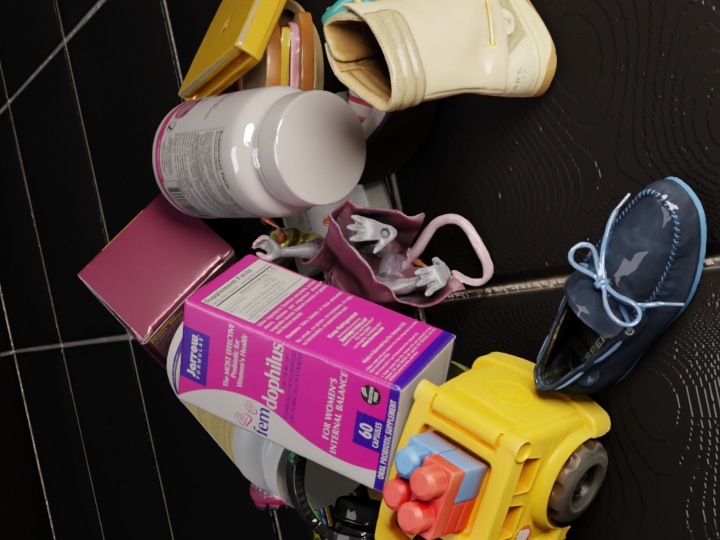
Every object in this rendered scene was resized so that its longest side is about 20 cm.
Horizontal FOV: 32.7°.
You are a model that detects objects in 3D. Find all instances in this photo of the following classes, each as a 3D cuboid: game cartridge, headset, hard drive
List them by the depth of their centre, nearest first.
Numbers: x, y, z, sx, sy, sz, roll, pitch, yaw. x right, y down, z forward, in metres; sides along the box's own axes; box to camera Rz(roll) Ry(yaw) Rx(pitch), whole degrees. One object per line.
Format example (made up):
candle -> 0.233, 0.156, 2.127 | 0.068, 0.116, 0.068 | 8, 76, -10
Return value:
headset -> 0.020, 0.199, 1.083 | 0.200, 0.124, 0.094 | 42, 166, -15
game cartridge -> -0.099, -0.266, 1.178 | 0.176, 0.032, 0.201 | -16, 47, 63
hard drive -> -0.035, -0.083, 1.260 | 0.200, 0.027, 0.133 | -35, 70, 62

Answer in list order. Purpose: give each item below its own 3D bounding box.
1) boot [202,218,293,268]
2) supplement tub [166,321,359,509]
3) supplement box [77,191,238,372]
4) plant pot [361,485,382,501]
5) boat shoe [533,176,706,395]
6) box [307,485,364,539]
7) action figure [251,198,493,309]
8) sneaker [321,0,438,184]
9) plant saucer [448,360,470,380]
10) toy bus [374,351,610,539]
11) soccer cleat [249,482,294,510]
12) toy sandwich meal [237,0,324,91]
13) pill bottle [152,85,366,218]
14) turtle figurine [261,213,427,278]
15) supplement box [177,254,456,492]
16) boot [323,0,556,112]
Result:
boot -> -0.153, -0.073, 1.358 | 0.154, 0.073, 0.203 | 55, 173, -23
supplement tub -> -0.080, 0.119, 1.168 | 0.200, 0.145, 0.146 | 39, 135, 43
supplement box -> -0.197, 0.021, 1.289 | 0.103, 0.131, 0.200 | 43, 169, 12
plant pot -> 0.021, 0.187, 1.221 | 0.200, 0.027, 0.202 | 167, 90, -76
boat shoe -> 0.177, 0.026, 0.849 | 0.084, 0.068, 0.201 | 53, 145, 38
box -> -0.018, 0.308, 1.335 | 0.160, 0.049, 0.202 | 164, 93, -75
action figure -> 0.000, 0.000, 1.093 | 0.135, 0.148, 0.200 | 66, 155, 9
sneaker -> 0.009, -0.176, 1.071 | 0.121, 0.083, 0.200 | 64, 151, 27
plant saucer -> 0.101, 0.174, 1.103 | 0.200, 0.031, 0.202 | 36, 131, 54
toy bus -> 0.077, 0.179, 0.930 | 0.135, 0.191, 0.201 | 28, 110, 32
soccer cleat -> -0.083, 0.199, 1.268 | 0.200, 0.069, 0.087 | 162, 109, -77
toy sandwich meal -> -0.099, -0.185, 1.251 | 0.205, 0.070, 0.207 | -10, 79, 62
pill bottle -> -0.091, -0.104, 1.088 | 0.199, 0.113, 0.114 | 3, 104, 52
turtle figurine -> -0.023, 0.001, 1.202 | 0.199, 0.065, 0.162 | 19, 134, 16
supplement box -> -0.038, 0.079, 0.995 | 0.199, 0.103, 0.102 | 21, 122, 22
boot -> 0.038, -0.201, 0.924 | 0.201, 0.154, 0.073 | 63, 150, 26
